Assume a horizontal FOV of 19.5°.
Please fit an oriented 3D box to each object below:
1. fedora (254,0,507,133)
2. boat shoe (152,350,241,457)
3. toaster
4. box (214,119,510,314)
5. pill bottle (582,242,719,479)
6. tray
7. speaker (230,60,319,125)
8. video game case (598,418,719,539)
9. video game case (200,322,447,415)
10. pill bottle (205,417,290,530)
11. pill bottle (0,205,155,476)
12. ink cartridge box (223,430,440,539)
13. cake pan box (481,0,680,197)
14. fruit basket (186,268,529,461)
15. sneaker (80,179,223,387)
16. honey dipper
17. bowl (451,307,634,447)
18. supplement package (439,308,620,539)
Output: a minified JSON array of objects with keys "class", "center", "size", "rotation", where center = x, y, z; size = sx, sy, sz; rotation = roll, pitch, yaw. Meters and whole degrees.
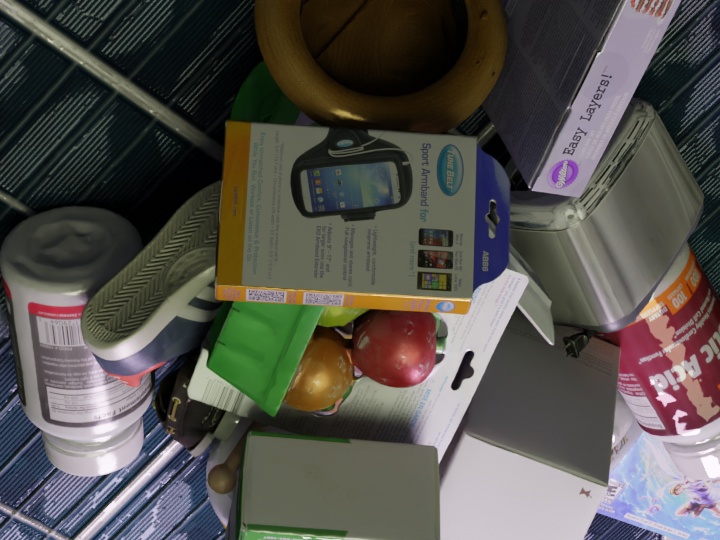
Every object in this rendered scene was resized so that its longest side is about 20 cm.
[{"class":"fedora","center":[0.007,-0.169,1.517],"size":[0.199,0.203,0.082],"rotation":[3,158,-20]},{"class":"boat shoe","center":[-0.129,0.099,1.639],"size":[0.060,0.201,0.072],"rotation":[28,75,-8]},{"class":"toaster","center":[0.180,-0.046,1.644],"size":[0.200,0.113,0.130],"rotation":[-52,129,-29]},{"class":"box","center":[0.002,-0.035,1.425],"size":[0.198,0.120,0.042],"rotation":[4,163,-4]},{"class":"pill bottle","center":[0.265,0.072,1.764],"size":[0.114,0.114,0.201],"rotation":[-31,113,6]},{"class":"tray","center":[0.079,-0.037,1.537],"size":[0.022,0.108,0.200],"rotation":[-39,107,8]},{"class":"speaker","center":[-0.001,-0.091,1.605],"size":[0.199,0.089,0.089],"rotation":[25,115,-31]},{"class":"video game case","center":[0.323,0.167,1.929],"size":[0.199,0.046,0.182],"rotation":[20,116,-29]},{"class":"video game case","center":[-0.030,0.065,1.680],"size":[0.198,0.023,0.183],"rotation":[7,143,0]},{"class":"pill bottle","center":[-0.067,0.176,1.712],"size":[0.111,0.113,0.200],"rotation":[-20,162,-3]},{"class":"pill bottle","center":[-0.217,0.060,1.628],"size":[0.110,0.111,0.202],"rotation":[-9,128,-11]},{"class":"ink cartridge box","center":[-0.027,0.206,1.561],"size":[0.145,0.084,0.201],"rotation":[5,147,-8]},{"class":"cake pan box","center":[0.147,-0.180,1.522],"size":[0.052,0.185,0.201],"rotation":[10,121,-24]},{"class":"fruit basket","center":[-0.004,0.044,1.510],"size":[0.198,0.094,0.186],"rotation":[17,116,-15]},{"class":"sneaker","center":[-0.121,0.008,1.558],"size":[0.199,0.075,0.085],"rotation":[-38,147,-16]},{"class":"honey dipper","center":[-0.054,0.082,1.574],"size":[0.038,0.038,0.201],"rotation":[41,82,-37]},{"class":"bowl","center":[0.135,0.138,1.828],"size":[0.200,0.075,0.199],"rotation":[-43,128,16]},{"class":"supplement package","center":[0.126,0.137,1.648],"size":[0.119,0.201,0.122],"rotation":[21,120,-2]}]
